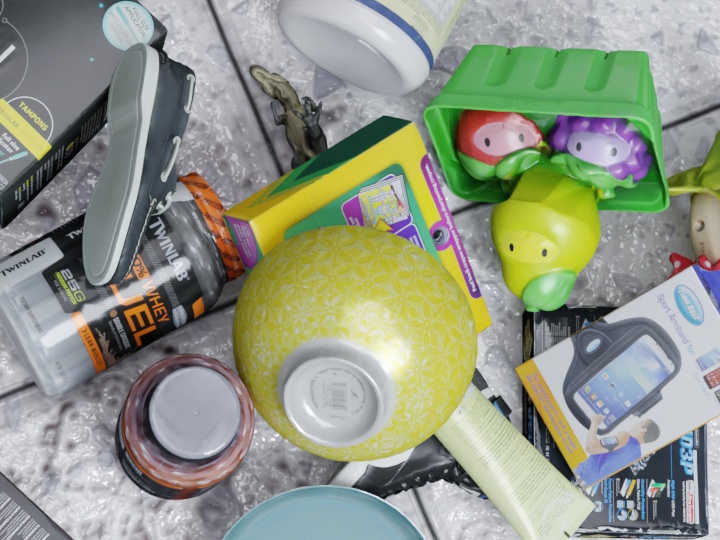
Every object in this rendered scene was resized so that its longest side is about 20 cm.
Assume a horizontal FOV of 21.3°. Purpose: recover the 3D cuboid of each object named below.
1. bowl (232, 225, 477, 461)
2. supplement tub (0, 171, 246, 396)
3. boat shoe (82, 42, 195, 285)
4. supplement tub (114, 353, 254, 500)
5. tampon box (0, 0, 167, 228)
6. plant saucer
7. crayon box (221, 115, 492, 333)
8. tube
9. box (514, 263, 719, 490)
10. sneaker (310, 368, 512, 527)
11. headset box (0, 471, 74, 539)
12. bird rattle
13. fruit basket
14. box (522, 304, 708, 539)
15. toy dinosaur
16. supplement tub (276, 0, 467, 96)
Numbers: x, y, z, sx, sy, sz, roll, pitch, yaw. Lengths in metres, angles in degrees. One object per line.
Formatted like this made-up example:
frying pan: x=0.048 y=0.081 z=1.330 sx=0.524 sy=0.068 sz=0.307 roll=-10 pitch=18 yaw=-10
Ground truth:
bowl: x=-0.013 y=0.077 z=1.495 sx=0.198 sy=0.108 sz=0.201 roll=5 pitch=118 yaw=9
supplement tub: x=-0.201 y=0.007 z=1.585 sx=0.199 sy=0.123 sz=0.123 roll=-30 pitch=85 yaw=-14
boat shoe: x=-0.171 y=-0.080 z=1.522 sx=0.060 sy=0.075 sz=0.202 roll=20 pitch=76 yaw=-34
supplement tub: x=-0.140 y=0.125 z=1.532 sx=0.106 sy=0.200 sz=0.108 roll=2 pitch=79 yaw=-10
tampon box: x=-0.283 y=-0.167 z=1.602 sx=0.150 sy=0.126 sz=0.200 roll=42 pitch=75 yaw=0
plant saucer: x=-0.032 y=0.269 z=1.581 sx=0.198 sy=0.027 sz=0.202 roll=-1 pitch=103 yaw=-6
crayon box: x=0.000 y=0.000 z=1.601 sx=0.172 sy=0.058 sz=0.201 roll=-32 pitch=114 yaw=-21
tube: x=0.108 y=0.151 z=1.591 sx=0.058 sy=0.052 sz=0.200 roll=-42 pitch=95 yaw=11
box: x=0.242 y=0.083 z=1.593 sx=0.199 sy=0.041 sz=0.120 roll=-32 pitch=84 yaw=20
sneaker: x=0.054 y=0.172 z=1.622 sx=0.112 sy=0.073 sz=0.200 roll=44 pitch=75 yaw=1
headset box: x=-0.315 y=0.242 z=1.543 sx=0.200 sy=0.075 sz=0.149 roll=43 pitch=75 yaw=1
bird rattle: x=0.328 y=-0.024 z=1.679 sx=0.162 sy=0.112 sz=0.201 roll=17 pitch=54 yaw=-41
fruit basket: x=0.158 y=-0.079 z=1.631 sx=0.214 sy=0.156 sz=0.217 roll=-9 pitch=54 yaw=12
box: x=0.222 y=0.132 z=1.673 sx=0.158 sy=0.046 sz=0.202 roll=2 pitch=79 yaw=-9
toy dinosaur: x=-0.043 y=-0.097 z=1.650 sx=0.047 sy=0.088 sz=0.201 roll=-20 pitch=82 yaw=-3
supplement tub: x=0.031 y=-0.270 z=1.668 sx=0.144 sy=0.145 sz=0.201 roll=28 pitch=76 yaw=-3
